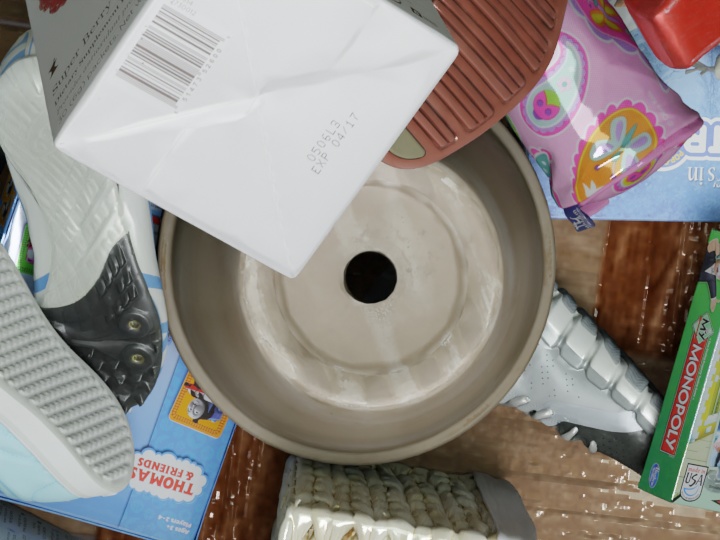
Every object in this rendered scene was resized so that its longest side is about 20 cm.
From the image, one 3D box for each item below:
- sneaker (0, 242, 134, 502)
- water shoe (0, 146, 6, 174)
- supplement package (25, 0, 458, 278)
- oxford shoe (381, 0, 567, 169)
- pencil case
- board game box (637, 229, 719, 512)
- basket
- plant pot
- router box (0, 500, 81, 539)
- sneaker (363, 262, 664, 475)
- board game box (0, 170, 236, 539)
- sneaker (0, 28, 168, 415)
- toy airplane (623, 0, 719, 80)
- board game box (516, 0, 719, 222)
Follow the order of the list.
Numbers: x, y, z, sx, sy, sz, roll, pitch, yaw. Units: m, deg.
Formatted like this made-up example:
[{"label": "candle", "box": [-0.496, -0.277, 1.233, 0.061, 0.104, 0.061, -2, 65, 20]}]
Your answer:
[{"label": "sneaker", "box": [-0.187, 0.045, 1.140, 0.082, 0.074, 0.200, -16, 128, 22]}, {"label": "water shoe", "box": [-0.221, 0.005, 1.216, 0.079, 0.071, 0.200, 43, 100, 22]}, {"label": "supplement package", "box": [-0.059, -0.113, 1.028, 0.119, 0.200, 0.121, 29, 108, -24]}, {"label": "oxford shoe", "box": [0.048, -0.124, 1.079, 0.071, 0.074, 0.200, 50, 62, -29]}, {"label": "pencil case", "box": [0.077, -0.121, 1.168, 0.087, 0.087, 0.200, -35, 92, -2]}, {"label": "board game box", "box": [0.240, 0.065, 1.257, 0.199, 0.029, 0.135, 12, 96, -35]}, {"label": "basket", "box": [0.011, 0.169, 1.206, 0.123, 0.200, 0.136, 11, 94, -1]}, {"label": "plant pot", "box": [0.000, 0.000, 1.139, 0.199, 0.174, 0.201, 0, 94, -2]}, {"label": "router box", "box": [-0.159, 0.162, 1.181, 0.179, 0.200, 0.049, 28, 92, -8]}, {"label": "sneaker", "box": [0.080, 0.065, 1.269, 0.115, 0.075, 0.200, -43, 88, 4]}, {"label": "board game box", "box": [-0.123, 0.027, 1.238, 0.151, 0.037, 0.201, 18, 92, -22]}, {"label": "sneaker", "box": [-0.127, -0.023, 1.172, 0.071, 0.073, 0.201, 0, 119, 15]}, {"label": "toy airplane", "box": [0.176, -0.188, 1.182, 0.141, 0.199, 0.201, -10, 84, 39]}, {"label": "board game box", "box": [0.181, -0.125, 1.269, 0.199, 0.043, 0.200, 0, 96, -6]}]
